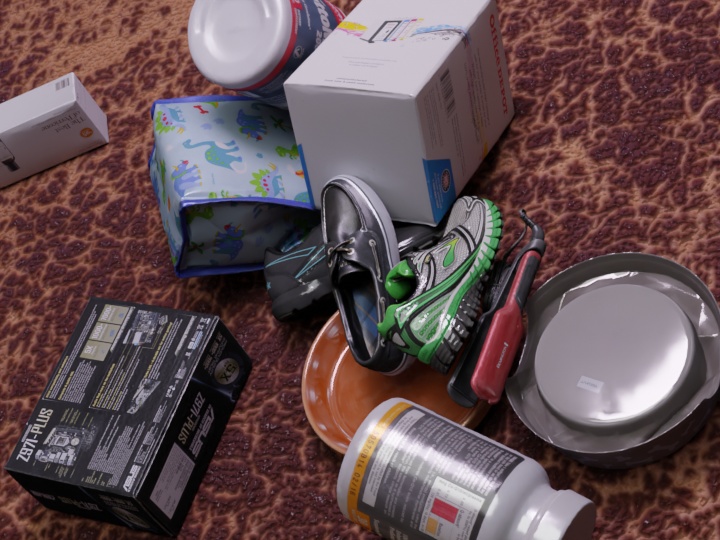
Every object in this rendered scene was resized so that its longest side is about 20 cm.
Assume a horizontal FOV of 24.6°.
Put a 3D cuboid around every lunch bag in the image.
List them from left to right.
[{"bbox_3d":[-0.107,-0.089,1.691,0.198,0.128,0.171,-7,48,-16],"label":"lunch bag"}]

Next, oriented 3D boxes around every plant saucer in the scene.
[{"bbox_3d":[0.041,0.096,1.541,0.199,0.032,0.202,-13,51,16],"label":"plant saucer"}]

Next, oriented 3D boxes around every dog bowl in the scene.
[{"bbox_3d":[0.226,0.083,1.442,0.198,0.059,0.201,-14,51,18],"label":"dog bowl"}]

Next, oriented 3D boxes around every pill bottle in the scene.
[{"bbox_3d":[-0.072,-0.225,1.669,0.119,0.200,0.121,-4,82,30],"label":"pill bottle"},{"bbox_3d":[0.088,0.195,1.381,0.199,0.117,0.117,24,69,26],"label":"pill bottle"}]

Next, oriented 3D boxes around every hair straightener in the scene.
[{"bbox_3d":[0.117,0.033,1.484,0.077,0.041,0.201,-20,46,52],"label":"hair straightener"}]

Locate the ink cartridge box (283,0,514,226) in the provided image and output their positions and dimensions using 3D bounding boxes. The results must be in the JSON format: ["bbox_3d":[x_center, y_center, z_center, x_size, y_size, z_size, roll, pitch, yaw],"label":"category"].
[{"bbox_3d":[0.043,-0.167,1.617,0.144,0.148,0.200,8,39,28],"label":"ink cartridge box"}]

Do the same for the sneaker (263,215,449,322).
[{"bbox_3d":[-0.006,-0.020,1.606,0.199,0.075,0.080,-23,73,9],"label":"sneaker"}]

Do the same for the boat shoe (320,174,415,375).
[{"bbox_3d":[0.000,0.000,1.526,0.068,0.056,0.201,-30,68,31],"label":"boat shoe"}]

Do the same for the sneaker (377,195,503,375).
[{"bbox_3d":[0.074,-0.003,1.497,0.085,0.078,0.201,26,45,-2],"label":"sneaker"}]

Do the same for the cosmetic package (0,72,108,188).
[{"bbox_3d":[-0.398,-0.149,1.902,0.199,0.083,0.051,-22,52,11],"label":"cosmetic package"}]

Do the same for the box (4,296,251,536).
[{"bbox_3d":[-0.223,0.139,1.602,0.163,0.086,0.201,6,59,29],"label":"box"}]
